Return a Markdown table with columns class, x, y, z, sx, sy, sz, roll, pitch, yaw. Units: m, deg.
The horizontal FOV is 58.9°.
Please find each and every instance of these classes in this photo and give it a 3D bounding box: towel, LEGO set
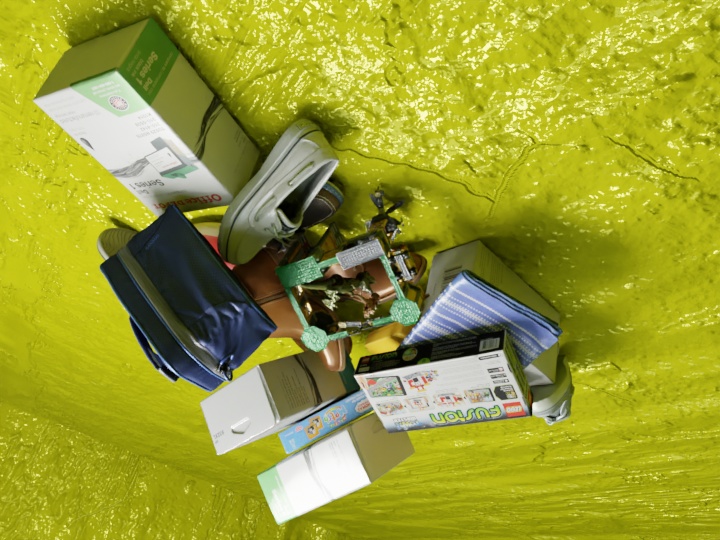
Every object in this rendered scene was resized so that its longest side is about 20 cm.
| class | x | y | z | sx | sy | sz | roll | pitch | yaw |
| --- | --- | --- | --- | --- | --- | --- | --- | --- | --- |
| towel | 0.130 | 0.098 | 0.772 | 0.142 | 0.024 | 0.201 | 29 | 128 | -7 |
| LEGO set | -0.006 | 0.002 | 0.808 | 0.197 | 0.117 | 0.156 | -26 | 108 | 27 |

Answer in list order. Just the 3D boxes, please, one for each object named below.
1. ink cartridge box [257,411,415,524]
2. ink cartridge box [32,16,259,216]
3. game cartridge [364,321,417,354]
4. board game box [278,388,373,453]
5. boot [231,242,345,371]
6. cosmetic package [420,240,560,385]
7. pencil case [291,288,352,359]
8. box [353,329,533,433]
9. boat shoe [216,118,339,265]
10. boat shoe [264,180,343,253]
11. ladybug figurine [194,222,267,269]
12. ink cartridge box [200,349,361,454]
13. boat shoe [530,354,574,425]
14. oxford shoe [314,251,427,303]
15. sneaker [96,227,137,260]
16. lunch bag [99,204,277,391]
| class | x | y | z | sx | sy | sz | roll | pitch | yaw |
| --- | --- | --- | --- | --- | --- | --- | --- | --- | --- |
| ink cartridge box | -0.036 | 0.292 | 0.970 | 0.198 | 0.086 | 0.145 | -34 | 167 | 30 |
| ink cartridge box | -0.228 | -0.158 | 0.711 | 0.143 | 0.086 | 0.201 | -4 | 144 | 31 |
| game cartridge | 0.111 | 0.134 | 0.895 | 0.197 | 0.033 | 0.176 | 32 | 161 | -9 |
| board game box | -0.014 | 0.215 | 0.990 | 0.197 | 0.037 | 0.151 | -30 | 168 | 8 |
| boot | -0.114 | 0.073 | 0.865 | 0.076 | 0.153 | 0.205 | 0 | 115 | 65 |
| cosmetic package | 0.179 | 0.065 | 0.851 | 0.084 | 0.110 | 0.199 | -18 | 134 | 43 |
| pencil case | -0.087 | 0.087 | 1.034 | 0.085 | 0.089 | 0.201 | -4 | 143 | 29 |
| box | 0.100 | 0.141 | 0.782 | 0.195 | 0.035 | 0.112 | -14 | 121 | 27 |
| boat shoe | -0.096 | -0.070 | 0.716 | 0.067 | 0.073 | 0.202 | 48 | 121 | 21 |
| boat shoe | -0.104 | -0.060 | 0.818 | 0.197 | 0.074 | 0.072 | -13 | 139 | 40 |
| ladybug figurine | -0.196 | -0.009 | 0.945 | 0.195 | 0.073 | 0.137 | 1 | 146 | 24 |
| ink cartridge box | -0.115 | 0.186 | 0.952 | 0.144 | 0.085 | 0.198 | -33 | 165 | 32 |
| boat shoe | 0.280 | 0.179 | 0.917 | 0.069 | 0.073 | 0.200 | -22 | 179 | 24 |
| oxford shoe | 0.000 | 0.000 | 0.872 | 0.196 | 0.073 | 0.071 | -9 | 137 | 37 |
| sneaker | -0.359 | 0.010 | 1.049 | 0.105 | 0.076 | 0.199 | -18 | 136 | 40 |
| lunch bag | -0.199 | 0.045 | 0.739 | 0.200 | 0.132 | 0.136 | 47 | 173 | 24 |
